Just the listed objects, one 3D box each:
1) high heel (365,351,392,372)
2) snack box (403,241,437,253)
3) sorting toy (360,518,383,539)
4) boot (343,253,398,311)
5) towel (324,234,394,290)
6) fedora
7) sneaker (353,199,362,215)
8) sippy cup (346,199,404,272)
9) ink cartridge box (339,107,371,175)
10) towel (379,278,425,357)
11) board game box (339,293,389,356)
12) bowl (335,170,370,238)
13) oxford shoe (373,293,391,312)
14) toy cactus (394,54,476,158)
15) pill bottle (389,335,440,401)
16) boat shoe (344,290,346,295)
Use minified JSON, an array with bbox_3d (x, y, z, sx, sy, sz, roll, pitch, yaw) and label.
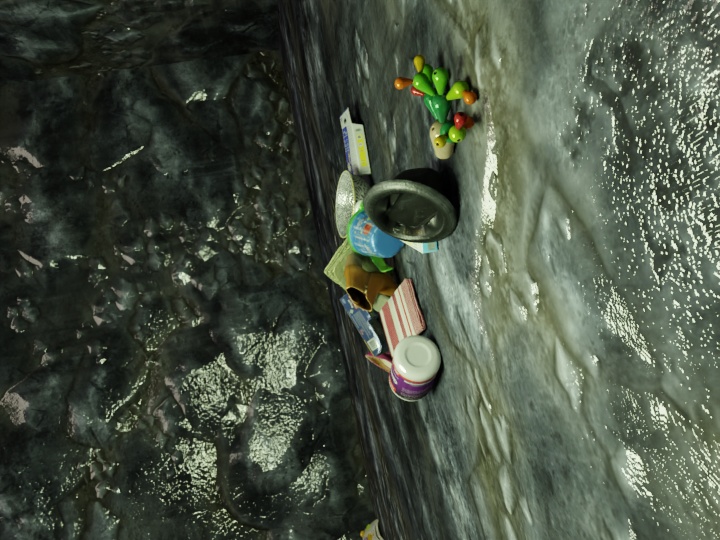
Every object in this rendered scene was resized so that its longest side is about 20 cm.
[{"bbox_3d":[0.082,0.308,1.784,0.200,0.095,0.068,-115,17,-58],"label":"high heel"},{"bbox_3d":[0.119,-0.114,1.265,0.200,0.037,0.117,-133,34,-73],"label":"snack box"},{"bbox_3d":[0.084,1.501,3.195,0.201,0.106,0.181,-109,31,-41],"label":"sorting toy"},{"bbox_3d":[0.028,0.056,1.503,0.201,0.071,0.145,37,-146,-31],"label":"boot"},{"bbox_3d":[0.000,0.000,1.582,0.200,0.149,0.036,42,173,-33],"label":"towel"},{"bbox_3d":[0.102,-0.137,1.087,0.201,0.199,0.092,99,-169,-64],"label":"fedora"},{"bbox_3d":[0.027,-0.132,1.608,0.105,0.075,0.201,-102,-8,-54],"label":"sneaker"},{"bbox_3d":[0.048,-0.093,1.478,0.178,0.140,0.130,39,177,-26],"label":"sippy cup"},{"bbox_3d":[-0.018,-0.396,1.771,0.198,0.047,0.202,-141,43,-78],"label":"ink cartridge box"},{"bbox_3d":[0.109,0.129,1.495,0.200,0.023,0.145,123,138,-54],"label":"towel"},{"bbox_3d":[0.050,0.150,1.728,0.201,0.062,0.199,58,-159,13],"label":"board game box"},{"bbox_3d":[-0.006,-0.197,1.704,0.201,0.093,0.203,-179,90,-72],"label":"bowl"},{"bbox_3d":[0.098,0.111,1.611,0.200,0.057,0.076,35,120,56],"label":"oxford shoe"},{"bbox_3d":[0.129,-0.253,0.936,0.166,0.102,0.201,75,169,-50],"label":"toy cactus"},{"bbox_3d":[0.128,0.248,1.384,0.201,0.111,0.113,94,162,-57],"label":"pill bottle"},{"bbox_3d":[0.012,0.054,1.830,0.200,0.056,0.069,-41,31,52],"label":"boat shoe"}]
